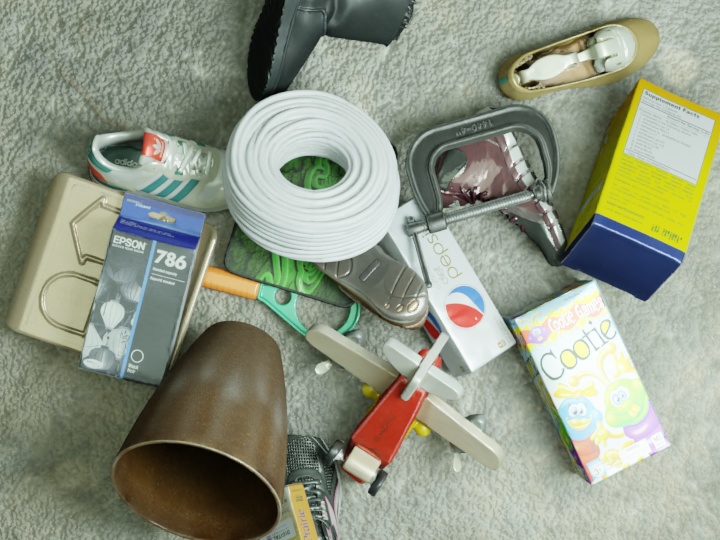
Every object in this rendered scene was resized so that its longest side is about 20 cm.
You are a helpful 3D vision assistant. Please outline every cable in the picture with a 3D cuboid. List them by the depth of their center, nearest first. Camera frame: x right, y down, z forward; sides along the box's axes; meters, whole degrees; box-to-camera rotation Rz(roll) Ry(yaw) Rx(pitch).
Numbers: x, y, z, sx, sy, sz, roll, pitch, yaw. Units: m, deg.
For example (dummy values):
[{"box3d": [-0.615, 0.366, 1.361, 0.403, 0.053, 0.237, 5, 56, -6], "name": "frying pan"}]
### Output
[{"box3d": [-0.052, -0.106, 1.658, 0.198, 0.070, 0.202, 14, 55, 1], "name": "cable"}]

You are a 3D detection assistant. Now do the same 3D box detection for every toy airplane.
[{"box3d": [0.049, 0.138, 1.680, 0.197, 0.141, 0.202, -8, 111, 26], "name": "toy airplane"}]

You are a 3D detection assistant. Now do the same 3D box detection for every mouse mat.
[{"box3d": [-0.056, -0.073, 1.735, 0.159, 0.008, 0.202, 16, 84, -2], "name": "mouse mat"}]

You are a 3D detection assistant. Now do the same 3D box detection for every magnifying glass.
[{"box3d": [-0.097, 0.028, 1.736, 0.198, 0.022, 0.081, 15, 89, -1], "name": "magnifying glass"}]

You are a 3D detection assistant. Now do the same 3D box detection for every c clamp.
[{"box3d": [0.135, -0.091, 1.676, 0.198, 0.027, 0.172, -21, 74, 0], "name": "c clamp"}]

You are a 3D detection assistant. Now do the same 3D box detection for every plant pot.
[{"box3d": [-0.154, 0.161, 1.646, 0.185, 0.188, 0.201, 16, 49, -2], "name": "plant pot"}]

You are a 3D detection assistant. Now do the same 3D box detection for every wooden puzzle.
[{"box3d": [-0.280, 0.007, 1.715, 0.198, 0.046, 0.187, 19, 89, -4], "name": "wooden puzzle"}]

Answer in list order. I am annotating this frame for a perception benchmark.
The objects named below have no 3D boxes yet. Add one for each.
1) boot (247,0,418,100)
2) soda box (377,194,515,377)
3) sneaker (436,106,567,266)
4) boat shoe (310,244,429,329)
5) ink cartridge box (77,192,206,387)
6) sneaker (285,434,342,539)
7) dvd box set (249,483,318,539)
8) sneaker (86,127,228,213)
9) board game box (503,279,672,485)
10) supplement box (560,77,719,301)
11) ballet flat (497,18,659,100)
[{"box3d": [-0.032, -0.274, 1.704, 0.161, 0.074, 0.200, -2, 132, -27], "name": "boot"}, {"box3d": [0.090, 0.017, 1.713, 0.068, 0.064, 0.201, -31, 90, -19], "name": "soda box"}, {"box3d": [0.149, -0.076, 1.722, 0.115, 0.076, 0.201, -27, 80, -2], "name": "sneaker"}, {"box3d": [0.000, 0.000, 1.685, 0.076, 0.072, 0.200, -40, 62, -8], "name": "boat shoe"}, {"box3d": [-0.241, 0.022, 1.676, 0.098, 0.039, 0.202, 13, 89, -3], "name": "ink cartridge box"}, {"box3d": [-0.053, 0.283, 1.702, 0.079, 0.086, 0.202, -10, 89, -4], "name": "sneaker"}, {"box3d": [-0.090, 0.352, 1.661, 0.146, 0.029, 0.202, -32, 68, 40], "name": "dvd box set"}, {"box3d": [-0.211, -0.117, 1.690, 0.197, 0.093, 0.071, 7, 74, 0], "name": "sneaker"}, {"box3d": [0.253, 0.123, 1.705, 0.102, 0.105, 0.202, -25, 90, -1], "name": "board game box"}, {"box3d": [0.312, -0.089, 1.670, 0.108, 0.110, 0.201, 24, 64, -2], "name": "supplement box"}, {"box3d": [0.254, -0.239, 1.728, 0.198, 0.063, 0.069, -20, 91, -2], "name": "ballet flat"}]
